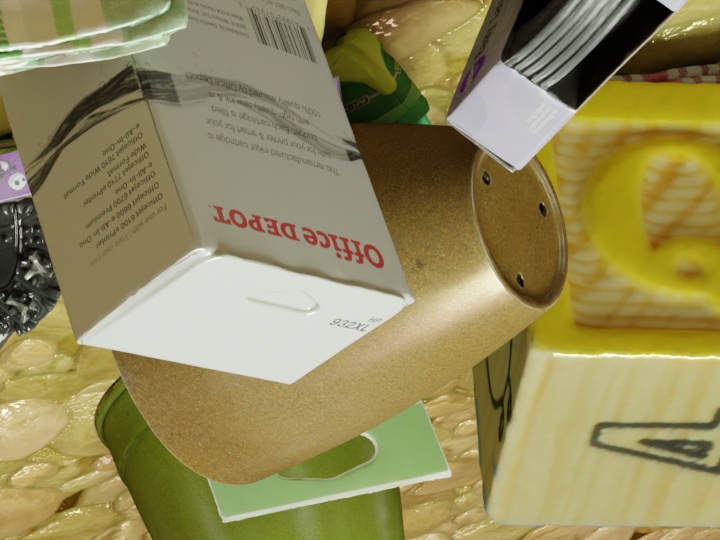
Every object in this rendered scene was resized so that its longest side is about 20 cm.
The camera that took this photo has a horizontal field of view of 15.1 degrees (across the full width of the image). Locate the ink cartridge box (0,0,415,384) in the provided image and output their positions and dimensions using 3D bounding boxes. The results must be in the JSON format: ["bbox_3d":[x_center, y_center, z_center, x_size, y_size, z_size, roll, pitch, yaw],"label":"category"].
[{"bbox_3d":[-0.077,-0.061,1.213,0.084,0.201,0.145,-35,151,29],"label":"ink cartridge box"}]

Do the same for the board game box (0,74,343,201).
[{"bbox_3d":[-0.119,-0.072,1.394,0.199,0.032,0.120,-14,-171,-14],"label":"board game box"}]

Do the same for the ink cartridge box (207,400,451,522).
[{"bbox_3d":[-0.048,0.056,1.579,0.145,0.200,0.048,-10,151,-20],"label":"ink cartridge box"}]

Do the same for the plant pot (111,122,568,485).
[{"bbox_3d":[0.000,0.000,1.397,0.199,0.187,0.186,-15,160,31],"label":"plant pot"}]

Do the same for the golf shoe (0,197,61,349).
[{"bbox_3d":[-0.200,-0.004,1.497,0.200,0.078,0.095,-38,-168,51],"label":"golf shoe"}]

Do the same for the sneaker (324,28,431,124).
[{"bbox_3d":[0.002,-0.053,1.520,0.074,0.084,0.200,-42,162,-18],"label":"sneaker"}]

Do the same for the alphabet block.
[{"bbox_3d":[0.172,0.022,1.592,0.196,0.196,0.200,-1,146,-7],"label":"alphabet block"}]

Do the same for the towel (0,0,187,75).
[{"bbox_3d":[-0.185,-0.144,1.137,0.199,0.153,0.023,-12,159,-13],"label":"towel"}]

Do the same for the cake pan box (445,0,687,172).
[{"bbox_3d":[0.127,-0.163,1.293,0.052,0.200,0.184,32,136,-10],"label":"cake pan box"}]

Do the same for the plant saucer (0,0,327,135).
[{"bbox_3d":[-0.113,-0.150,1.301,0.199,0.049,0.200,-14,153,-13],"label":"plant saucer"}]

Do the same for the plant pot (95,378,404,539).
[{"bbox_3d":[-0.053,0.159,1.789,0.200,0.193,0.201,-16,155,-8],"label":"plant pot"}]

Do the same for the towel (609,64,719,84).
[{"bbox_3d":[0.190,-0.083,1.679,0.199,0.030,0.146,-9,150,-22],"label":"towel"}]
